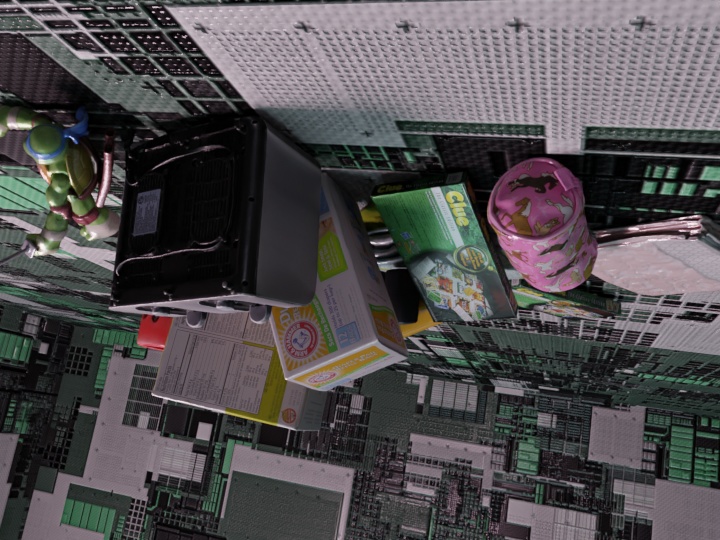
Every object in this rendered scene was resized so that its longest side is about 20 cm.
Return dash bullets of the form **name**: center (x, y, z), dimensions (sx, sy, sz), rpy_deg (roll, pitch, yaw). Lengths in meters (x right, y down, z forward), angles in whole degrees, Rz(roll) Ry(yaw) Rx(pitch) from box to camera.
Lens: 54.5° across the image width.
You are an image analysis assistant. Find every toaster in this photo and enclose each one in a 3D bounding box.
- **toaster**: center (-0.144, -0.049, 0.687), dimensions (0.179, 0.202, 0.118), rpy_deg (-7, 164, 28)

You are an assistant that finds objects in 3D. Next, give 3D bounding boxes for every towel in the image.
- **towel**: center (0.112, -0.016, 0.864), dimensions (0.199, 0.049, 0.171), rpy_deg (-3, 166, 31)
- **towel**: center (0.020, -0.050, 0.909), dimensions (0.085, 0.018, 0.200), rpy_deg (13, 167, -17)
- **towel**: center (0.353, -0.009, 0.808), dimensions (0.199, 0.033, 0.190), rpy_deg (19, 164, -33)

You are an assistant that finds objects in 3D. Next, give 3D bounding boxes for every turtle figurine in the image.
- **turtle figurine**: center (-0.343, -0.091, 0.735), dimensions (0.144, 0.200, 0.194), rpy_deg (43, 175, 7)

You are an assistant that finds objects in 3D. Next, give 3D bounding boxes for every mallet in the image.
- **mallet**: center (0.059, 0.042, 0.893), dimensions (0.041, 0.067, 0.200), rpy_deg (0, 172, 8)

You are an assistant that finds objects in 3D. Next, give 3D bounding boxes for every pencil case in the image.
- **pencil case**: center (0.185, -0.038, 0.692), dimensions (0.082, 0.087, 0.200), rpy_deg (24, 176, 27)

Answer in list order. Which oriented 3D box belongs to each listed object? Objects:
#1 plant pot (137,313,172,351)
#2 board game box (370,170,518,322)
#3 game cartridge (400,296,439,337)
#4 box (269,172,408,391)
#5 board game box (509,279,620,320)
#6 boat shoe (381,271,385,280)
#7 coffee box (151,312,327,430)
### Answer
- **plant pot**: center (-0.282, 0.064, 1.254), dimensions (0.199, 0.184, 0.201), rpy_deg (9, 167, 2)
- **board game box**: center (0.096, -0.017, 0.758), dimensions (0.104, 0.024, 0.201), rpy_deg (-3, 134, 30)
- **game cartridge**: center (0.070, 0.063, 0.991), dimensions (0.199, 0.033, 0.176), rpy_deg (-25, -176, 15)
- **box**: center (-0.039, 0.016, 0.765), dimensions (0.112, 0.201, 0.101), rpy_deg (-25, 157, 14)
- **board game box**: center (0.287, 0.043, 1.063), dimensions (0.199, 0.024, 0.105), rpy_deg (15, 167, -26)
- **boat shoe**: center (-0.001, 0.001, 0.958), dimensions (0.064, 0.075, 0.202), rpy_deg (17, 169, 25)
- **coffee box**: center (-0.141, 0.102, 0.966), dimensions (0.196, 0.202, 0.200), rpy_deg (11, 167, 7)
